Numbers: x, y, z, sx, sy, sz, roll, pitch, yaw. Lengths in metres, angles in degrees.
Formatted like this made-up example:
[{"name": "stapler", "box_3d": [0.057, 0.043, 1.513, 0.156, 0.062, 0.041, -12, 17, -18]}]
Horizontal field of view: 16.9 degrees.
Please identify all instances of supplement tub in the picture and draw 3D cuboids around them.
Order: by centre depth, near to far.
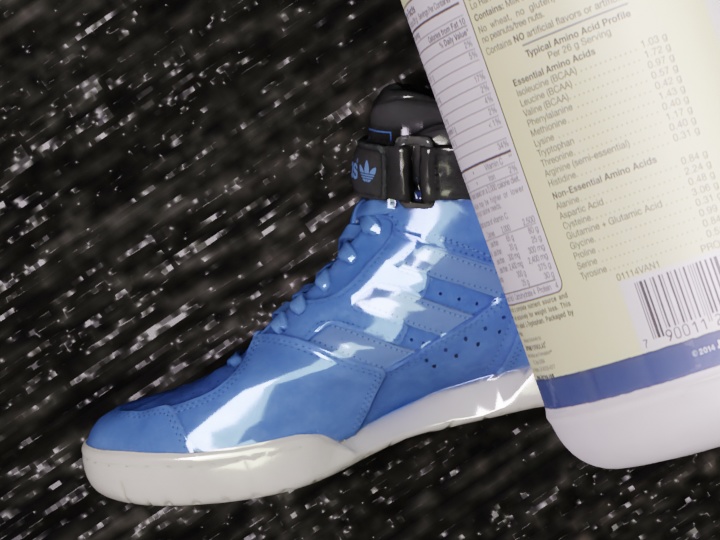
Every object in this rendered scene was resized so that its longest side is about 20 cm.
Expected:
[{"name": "supplement tub", "box_3d": [0.092, -0.060, 0.666, 0.145, 0.145, 0.201, -19, 89, 4]}]

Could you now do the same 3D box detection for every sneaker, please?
[{"name": "sneaker", "box_3d": [0.000, 0.000, 0.762, 0.199, 0.077, 0.112, -15, 100, -1]}]
